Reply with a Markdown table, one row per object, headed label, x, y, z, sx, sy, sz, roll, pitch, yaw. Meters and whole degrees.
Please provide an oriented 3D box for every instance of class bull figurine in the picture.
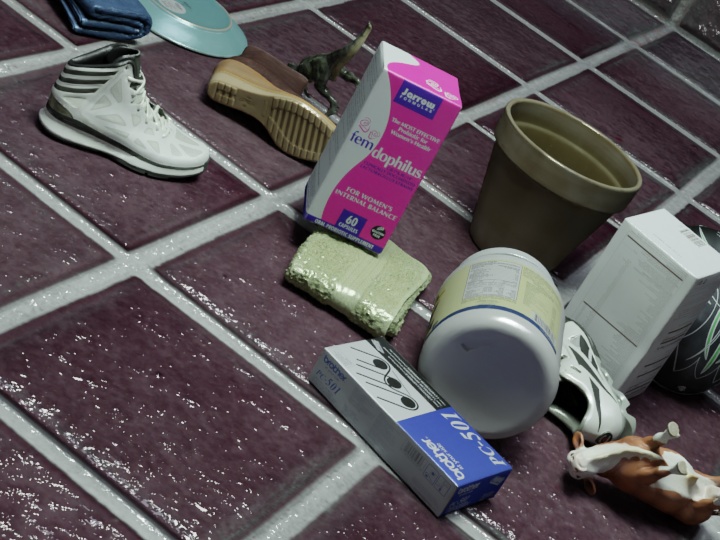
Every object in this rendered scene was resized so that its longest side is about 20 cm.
| label | x | y | z | sx | sy | sz | roll | pitch | yaw |
| --- | --- | --- | --- | --- | --- | --- | --- | --- | --- |
| bull figurine | 0.311 | 0.211 | 1.687 | 0.199 | 0.121 | 0.065 | 25 | 61 | -28 |

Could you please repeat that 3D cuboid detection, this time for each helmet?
| label | x | y | z | sx | sy | sz | roll | pitch | yaw |
| --- | --- | --- | --- | --- | --- | --- | --- | --- | --- |
| helmet | 0.412 | 0.046 | 2.012 | 0.199 | 0.201 | 0.191 | 21 | 10 | -19 |

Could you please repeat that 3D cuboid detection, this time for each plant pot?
| label | x | y | z | sx | sy | sz | roll | pitch | yaw |
| --- | --- | --- | --- | --- | --- | --- | --- | --- | --- |
| plant pot | 0.230 | -0.094 | 2.063 | 0.199 | 0.174 | 0.200 | 24 | 27 | -13 |

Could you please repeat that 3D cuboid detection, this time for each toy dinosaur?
| label | x | y | z | sx | sy | sz | roll | pitch | yaw |
| --- | --- | --- | --- | --- | --- | --- | --- | --- | --- |
| toy dinosaur | -0.035 | -0.255 | 2.132 | 0.047 | 0.200 | 0.088 | -33 | 100 | -38 |

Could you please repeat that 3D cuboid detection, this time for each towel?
| label | x | y | z | sx | sy | sz | roll | pitch | yaw |
| --- | --- | --- | --- | --- | --- | --- | --- | --- | --- |
| towel | -0.351 | -0.364 | 2.071 | 0.111 | 0.049 | 0.200 | 4 | 35 | -42 |
| towel | 0.000 | 0.000 | 1.809 | 0.148 | 0.037 | 0.200 | 31 | 26 | 4 |

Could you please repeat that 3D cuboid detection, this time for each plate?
| label | x | y | z | sx | sy | sz | roll | pitch | yaw |
| --- | --- | --- | --- | --- | --- | --- | --- | --- | --- |
| plate | -0.240 | -0.355 | 2.199 | 0.199 | 0.026 | 0.200 | 25 | 26 | -14 |

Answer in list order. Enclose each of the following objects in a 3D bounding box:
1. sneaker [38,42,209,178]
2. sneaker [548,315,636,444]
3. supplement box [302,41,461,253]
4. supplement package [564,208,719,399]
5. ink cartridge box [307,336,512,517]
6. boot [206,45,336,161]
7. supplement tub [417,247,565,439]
| label | x | y | z | sx | sy | sz | roll | pitch | yaw |
| --- | --- | --- | --- | --- | --- | --- | --- | --- | --- |
| sneaker | -0.241 | -0.177 | 1.777 | 0.200 | 0.116 | 0.076 | 17 | 29 | -27 |
| sneaker | 0.223 | 0.112 | 1.803 | 0.088 | 0.074 | 0.200 | 10 | 32 | -40 |
| supplement box | 0.023 | -0.138 | 1.814 | 0.101 | 0.201 | 0.103 | 24 | 22 | -11 |
| supplement package | 0.318 | 0.044 | 1.879 | 0.114 | 0.200 | 0.109 | 43 | 29 | 22 |
| ink cartridge box | 0.048 | 0.149 | 1.585 | 0.200 | 0.044 | 0.094 | 45 | 31 | 26 |
| boot | -0.089 | -0.221 | 2.064 | 0.199 | 0.073 | 0.166 | 29 | 28 | 4 |
| supplement tub | 0.142 | 0.071 | 1.708 | 0.145 | 0.145 | 0.200 | 29 | 26 | -4 |
